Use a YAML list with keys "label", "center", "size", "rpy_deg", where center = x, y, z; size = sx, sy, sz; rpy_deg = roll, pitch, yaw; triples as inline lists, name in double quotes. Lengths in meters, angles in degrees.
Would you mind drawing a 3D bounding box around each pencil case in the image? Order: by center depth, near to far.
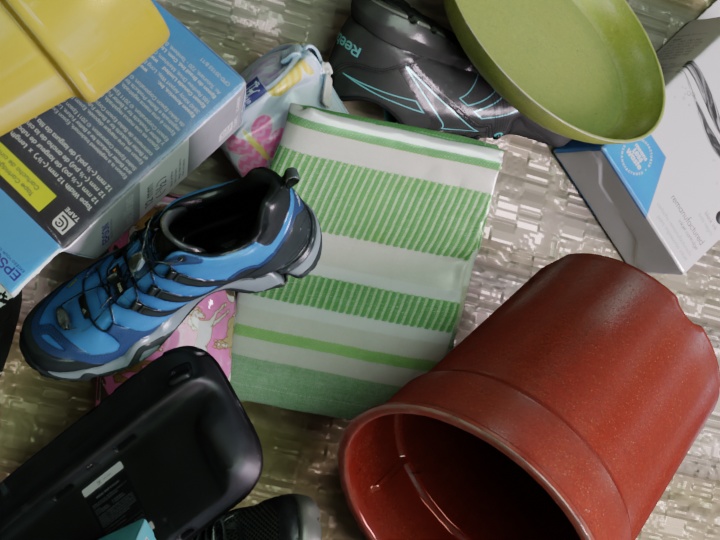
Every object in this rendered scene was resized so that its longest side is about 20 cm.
- label: "pencil case"
  center: [-0.127, 0.048, 1.609]
  size: [0.086, 0.082, 0.202]
  rpy_deg: [9, 86, -42]
- label: "pencil case"
  center: [-0.017, -0.054, 1.664]
  size: [0.090, 0.083, 0.200]
  rpy_deg: [-36, 109, 0]

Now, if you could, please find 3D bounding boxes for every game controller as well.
- label: "game controller"
  center: [-0.149, 0.136, 1.547]
  size: [0.105, 0.200, 0.042]
  rpy_deg: [57, 20, 13]

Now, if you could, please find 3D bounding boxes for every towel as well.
- label: "towel"
  center: [0.000, 0.000, 1.629]
  size: [0.151, 0.023, 0.201]
  rpy_deg: [11, 108, -11]

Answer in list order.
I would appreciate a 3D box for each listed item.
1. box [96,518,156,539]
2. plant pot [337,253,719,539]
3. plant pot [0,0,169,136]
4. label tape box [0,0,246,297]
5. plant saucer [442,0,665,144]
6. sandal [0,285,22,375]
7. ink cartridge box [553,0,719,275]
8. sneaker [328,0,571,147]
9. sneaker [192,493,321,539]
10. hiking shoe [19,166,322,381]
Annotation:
- label: "box"
  center: [-0.198, 0.232, 1.525]
  size: [0.199, 0.049, 0.083]
  rpy_deg: [-26, 105, 16]
- label: "plant pot"
  center: [0.121, 0.104, 1.606]
  size: [0.195, 0.200, 0.201]
  rpy_deg: [-46, 110, -34]
- label: "plant pot"
  center: [-0.242, -0.151, 1.444]
  size: [0.189, 0.201, 0.201]
  rpy_deg: [-41, 109, -4]
- label: "label tape box"
  center: [-0.189, -0.087, 1.552]
  size: [0.143, 0.066, 0.200]
  rpy_deg: [42, 71, 11]
- label: "plant saucer"
  center: [0.125, -0.162, 1.719]
  size: [0.199, 0.031, 0.201]
  rpy_deg: [27, 41, -26]
- label: "sandal"
  center: [-0.254, 0.088, 1.561]
  size: [0.075, 0.045, 0.202]
  rpy_deg: [16, 83, -27]
- label: "ink cartridge box"
  center: [0.250, -0.104, 1.814]
  size: [0.200, 0.068, 0.116]
  rpy_deg: [-43, 109, -21]
- label: "sneaker"
  center: [0.061, -0.123, 1.724]
  size: [0.199, 0.075, 0.080]
  rpy_deg: [24, 104, -28]
- label: "sneaker"
  center: [-0.101, 0.182, 1.559]
  size: [0.113, 0.199, 0.077]
  rpy_deg: [9, 71, -27]
- label: "hiking shoe"
  center: [-0.123, -0.006, 1.520]
  size: [0.199, 0.087, 0.075]
  rpy_deg: [-28, 60, -2]
